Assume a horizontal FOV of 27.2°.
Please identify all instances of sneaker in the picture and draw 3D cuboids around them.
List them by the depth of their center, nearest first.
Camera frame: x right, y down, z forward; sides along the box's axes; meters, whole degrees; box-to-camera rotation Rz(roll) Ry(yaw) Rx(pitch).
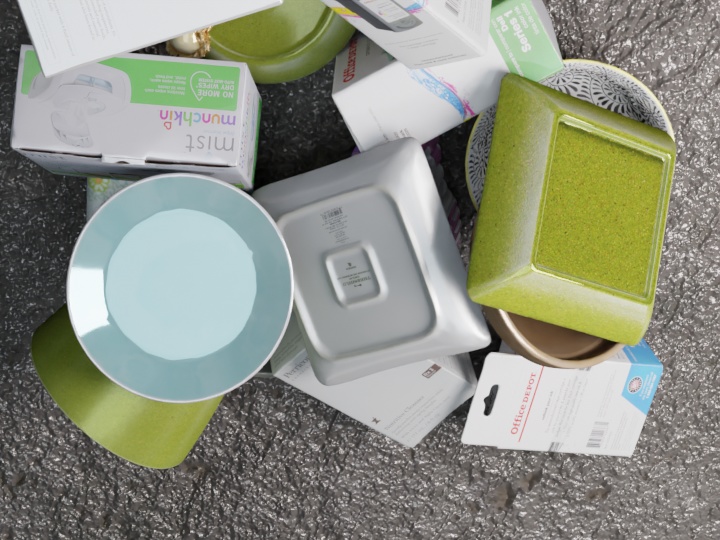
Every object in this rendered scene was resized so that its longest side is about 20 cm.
[{"bbox_3d":[0.042,-0.064,1.475,0.087,0.081,0.202,7,137,25],"label":"sneaker"}]

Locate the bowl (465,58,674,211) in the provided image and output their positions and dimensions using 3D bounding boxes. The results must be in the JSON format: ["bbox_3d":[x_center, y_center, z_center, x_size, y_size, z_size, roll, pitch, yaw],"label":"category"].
[{"bbox_3d":[0.197,-0.121,1.433,0.197,0.095,0.203,1,117,1],"label":"bowl"}]

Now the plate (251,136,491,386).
[{"bbox_3d":[0.000,0.000,1.357,0.198,0.032,0.202,-16,98,35],"label":"plate"}]

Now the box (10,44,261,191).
[{"bbox_3d":[-0.195,-0.131,1.339,0.197,0.176,0.098,5,86,2],"label":"box"}]

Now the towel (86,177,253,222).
[{"bbox_3d":[-0.188,-0.086,1.483,0.168,0.048,0.203,5,117,-3],"label":"towel"}]

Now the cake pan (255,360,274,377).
[{"bbox_3d":[-0.079,0.024,1.514,0.197,0.037,0.202,-7,131,-8],"label":"cake pan"}]

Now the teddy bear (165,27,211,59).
[{"bbox_3d":[-0.128,-0.277,1.309,0.144,0.067,0.203,10,78,35],"label":"teddy bear"}]

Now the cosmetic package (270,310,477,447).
[{"bbox_3d":[0.012,0.086,1.512,0.199,0.082,0.113,28,120,-34],"label":"cosmetic package"}]

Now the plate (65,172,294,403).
[{"bbox_3d":[-0.156,0.015,1.301,0.197,0.026,0.203,-1,98,-8],"label":"plate"}]

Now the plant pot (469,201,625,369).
[{"bbox_3d":[0.168,-0.011,1.362,0.199,0.092,0.204,2,85,-32],"label":"plant pot"}]

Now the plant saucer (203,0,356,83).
[{"bbox_3d":[-0.092,-0.270,1.376,0.197,0.031,0.203,2,108,7],"label":"plant saucer"}]

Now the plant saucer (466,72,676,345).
[{"bbox_3d":[0.198,-0.052,1.297,0.198,0.048,0.203,15,80,-29],"label":"plant saucer"}]

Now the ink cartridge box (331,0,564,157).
[{"bbox_3d":[0.077,-0.196,1.368,0.198,0.145,0.084,-27,113,14],"label":"ink cartridge box"}]

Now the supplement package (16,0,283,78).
[{"bbox_3d":[-0.173,-0.249,1.187,0.197,0.120,0.123,-17,110,-1],"label":"supplement package"}]

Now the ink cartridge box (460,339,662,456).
[{"bbox_3d":[0.200,0.123,1.549,0.197,0.067,0.117,6,118,-17],"label":"ink cartridge box"}]

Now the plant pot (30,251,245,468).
[{"bbox_3d":[-0.174,0.047,1.393,0.186,0.188,0.200,38,108,-17],"label":"plant pot"}]

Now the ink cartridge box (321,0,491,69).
[{"bbox_3d":[0.027,-0.274,1.214,0.085,0.150,0.199,-6,158,36],"label":"ink cartridge box"}]
